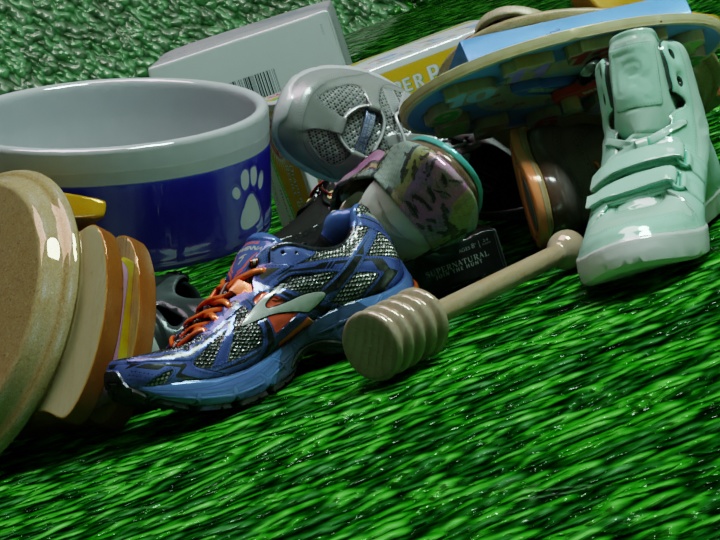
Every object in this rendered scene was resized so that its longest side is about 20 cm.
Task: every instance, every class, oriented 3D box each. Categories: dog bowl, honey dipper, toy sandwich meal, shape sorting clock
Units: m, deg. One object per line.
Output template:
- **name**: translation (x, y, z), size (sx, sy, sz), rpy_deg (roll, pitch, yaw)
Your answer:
- **dog bowl**: translation (-0.154, -0.060, 1.591), size (0.199, 0.079, 0.200), rpy_deg (-2, 16, 1)
- **honey dipper**: translation (0.062, 0.010, 1.368), size (0.038, 0.038, 0.200), rpy_deg (-11, 10, 39)
- **toy sandwich meal**: translation (0.149, -0.138, 1.698), size (0.204, 0.071, 0.205), rpy_deg (0, -25, 0)
- **toy sandwich meal**: translation (-0.197, 0.035, 1.451), size (0.070, 0.206, 0.205), rpy_deg (24, -22, -38)
- **shape sorting clock**: translation (0.121, -0.113, 1.538), size (0.199, 0.039, 0.200), rpy_deg (-14, -14, -3)

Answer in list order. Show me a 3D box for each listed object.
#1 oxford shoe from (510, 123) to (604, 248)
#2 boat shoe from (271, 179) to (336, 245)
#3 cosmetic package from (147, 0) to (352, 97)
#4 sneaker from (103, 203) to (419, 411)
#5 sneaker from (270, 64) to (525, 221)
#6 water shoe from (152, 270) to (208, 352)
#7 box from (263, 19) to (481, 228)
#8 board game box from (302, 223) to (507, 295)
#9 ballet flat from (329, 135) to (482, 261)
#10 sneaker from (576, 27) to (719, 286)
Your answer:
- **oxford shoe**: translation (0.135, -0.061, 1.554), size (0.073, 0.072, 0.200), rpy_deg (-12, 9, 13)
- **boat shoe**: translation (-0.011, -0.041, 1.764), size (0.201, 0.063, 0.074), rpy_deg (-27, 15, -38)
- **cosmetic package**: translation (-0.108, -0.199, 2.744), size (0.198, 0.123, 0.200), rpy_deg (-18, 7, 3)
- **sneaker**: translation (-0.058, 0.022, 1.402), size (0.200, 0.079, 0.075), rpy_deg (-24, 10, -35)
- **sneaker**: translation (0.037, -0.080, 1.630), size (0.199, 0.075, 0.082), rpy_deg (14, 0, -33)
- **water shoe**: translation (-0.132, 0.035, 1.532), size (0.079, 0.072, 0.200), rpy_deg (-18, 18, -17)
- **box**: translation (0.030, -0.104, 1.893), size (0.199, 0.113, 0.101), rpy_deg (-22, 9, -17)
- **board game box**: translation (0.000, 0.000, 1.584), size (0.135, 0.028, 0.200), rpy_deg (-20, 9, -10)
- **ballet flat**: translation (0.019, -0.036, 1.501), size (0.071, 0.069, 0.200), rpy_deg (-38, 8, -7)
- **sneaker**: translation (0.145, -0.065, 1.390), size (0.073, 0.119, 0.200), rpy_deg (-14, 11, 18)
